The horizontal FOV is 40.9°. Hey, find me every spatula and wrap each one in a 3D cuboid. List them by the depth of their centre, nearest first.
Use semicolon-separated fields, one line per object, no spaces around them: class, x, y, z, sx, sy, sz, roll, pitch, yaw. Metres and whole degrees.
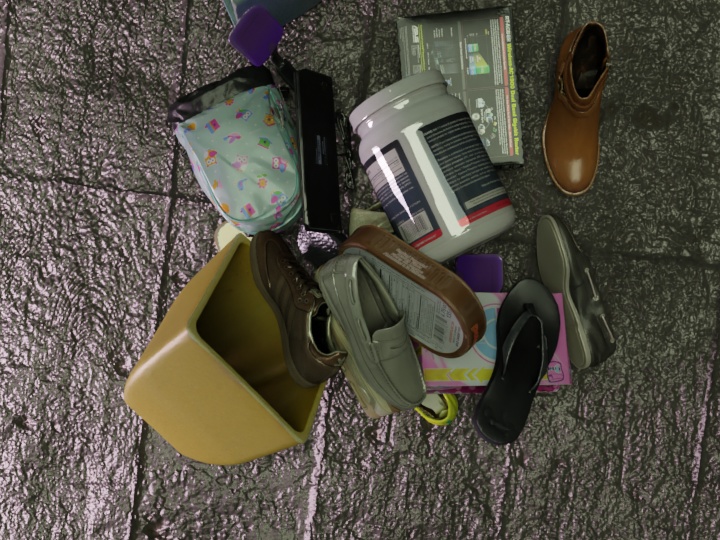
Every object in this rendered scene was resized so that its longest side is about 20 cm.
spatula;-0.099;-0.255;1.174;0.020;0.200;0.057;34;89;22
spatula;0.087;0.009;1.256;0.196;0.021;0.058;-3;79;7

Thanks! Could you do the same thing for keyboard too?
keyboard;-0.044;-0.147;1.214;0.020;0.126;0.204;-6;85;33

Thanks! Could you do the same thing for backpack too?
backpack;-0.146;-0.140;1.216;0.165;0.127;0.202;-25;86;6

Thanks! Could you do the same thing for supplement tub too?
supplement tub;0.083;-0.115;1.129;0.139;0.140;0.202;-25;87;5

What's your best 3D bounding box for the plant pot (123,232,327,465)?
plant pot;-0.175;0.118;1.180;0.199;0.195;0.196;-31;112;31

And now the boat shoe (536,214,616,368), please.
boat shoe;0.274;0.023;1.227;0.056;0.067;0.203;-17;94;-21

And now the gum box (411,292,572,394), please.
gum box;0.163;0.090;1.197;0.196;0.066;0.115;0;75;-10

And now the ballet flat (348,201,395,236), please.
ballet flat;0.080;-0.073;1.235;0.197;0.067;0.063;-10;78;4

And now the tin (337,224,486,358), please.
tin;0.055;0.024;1.109;0.199;0.113;0.042;33;51;25

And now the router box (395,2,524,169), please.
router box;0.126;-0.225;1.227;0.147;0.062;0.204;-4;91;6

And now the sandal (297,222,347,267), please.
sandal;0.000;-0.001;1.226;0.200;0.043;0.077;46;131;22

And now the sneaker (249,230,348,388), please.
sneaker;-0.067;0.034;1.142;0.075;0.070;0.202;-31;72;31

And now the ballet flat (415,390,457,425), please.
ballet flat;0.055;0.117;1.239;0.067;0.067;0.201;-40;88;8

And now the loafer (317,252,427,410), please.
loafer;0.023;0.072;1.095;0.070;0.069;0.201;-43;108;-37

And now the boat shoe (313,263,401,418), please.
boat shoe;-0.011;0.089;1.189;0.065;0.072;0.202;-28;91;42

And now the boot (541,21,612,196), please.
boot;0.270;-0.195;1.170;0.075;0.155;0.204;7;92;4

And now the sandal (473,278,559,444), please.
sandal;0.190;0.105;1.130;0.075;0.043;0.203;18;72;-4

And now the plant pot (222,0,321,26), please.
plant pot;-0.100;-0.425;1.182;0.198;0.196;0.198;-25;89;-4

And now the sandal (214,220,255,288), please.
sandal;-0.113;0.014;1.248;0.077;0.070;0.212;-41;88;5
